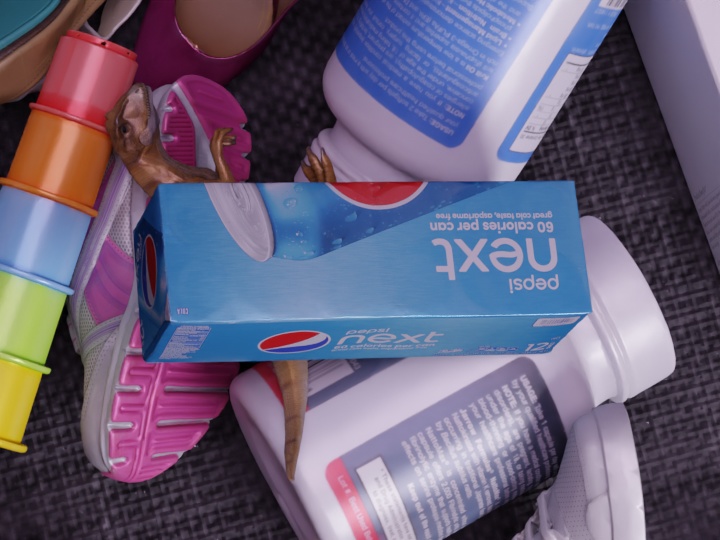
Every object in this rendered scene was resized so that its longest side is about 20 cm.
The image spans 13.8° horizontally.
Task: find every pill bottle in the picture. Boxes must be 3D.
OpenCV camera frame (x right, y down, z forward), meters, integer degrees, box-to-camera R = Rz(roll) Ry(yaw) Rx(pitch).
[{"bbox_3d":[0.050,-0.107,1.467,0.112,0.112,0.200,32,106,0],"label":"pill bottle"},{"bbox_3d":[0.048,0.060,1.464,0.199,0.120,0.120,-28,85,-9],"label":"pill bottle"}]

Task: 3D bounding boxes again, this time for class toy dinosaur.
[{"bbox_3d":[-0.052,-0.001,1.421,0.106,0.060,0.200,-29,82,-26],"label":"toy dinosaur"}]

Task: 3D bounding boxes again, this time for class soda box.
[{"bbox_3d":[0.000,0.000,1.366,0.199,0.064,0.068,-1,71,-16],"label":"soda box"}]

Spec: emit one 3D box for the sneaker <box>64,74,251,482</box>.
[{"bbox_3d":[-0.112,0.005,1.478,0.088,0.081,0.201,0,77,39],"label":"sneaker"}]

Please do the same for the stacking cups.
[{"bbox_3d":[-0.160,-0.017,1.429,0.060,0.061,0.201,17,88,-2],"label":"stacking cups"}]

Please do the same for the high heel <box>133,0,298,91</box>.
[{"bbox_3d":[-0.057,-0.146,1.465,0.067,0.096,0.200,34,110,-6],"label":"high heel"}]

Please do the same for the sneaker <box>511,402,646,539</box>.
[{"bbox_3d":[0.077,0.154,1.436,0.115,0.074,0.201,-1,121,-2],"label":"sneaker"}]

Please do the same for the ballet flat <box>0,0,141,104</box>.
[{"bbox_3d":[-0.149,-0.127,1.478,0.200,0.068,0.063,-50,130,-29],"label":"ballet flat"}]

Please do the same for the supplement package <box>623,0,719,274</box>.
[{"bbox_3d":[0.223,-0.091,1.502,0.119,0.121,0.201,-18,84,-8],"label":"supplement package"}]
